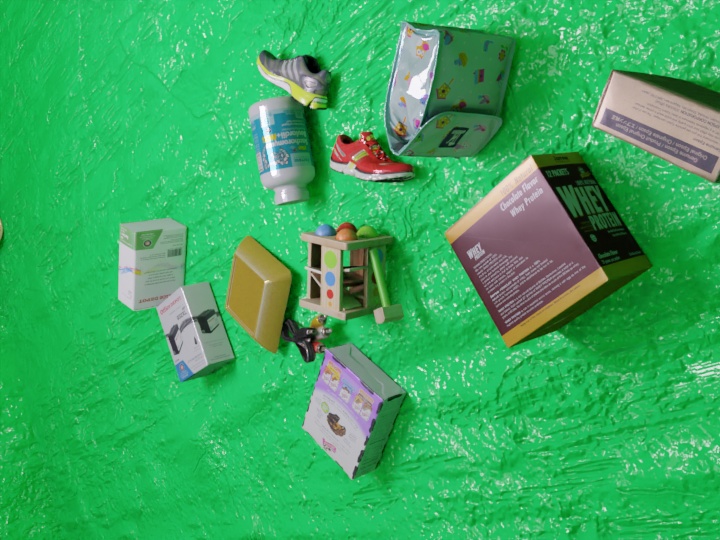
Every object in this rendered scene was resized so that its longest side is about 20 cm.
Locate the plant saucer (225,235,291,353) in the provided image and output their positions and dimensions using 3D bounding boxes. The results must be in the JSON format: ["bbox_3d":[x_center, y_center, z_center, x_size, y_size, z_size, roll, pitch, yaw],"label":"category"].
[{"bbox_3d":[-0.235,0.053,1.712,0.200,0.048,0.201,38,123,43],"label":"plant saucer"}]

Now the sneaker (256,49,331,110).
[{"bbox_3d":[-0.124,-0.388,1.525,0.200,0.074,0.081,38,113,28],"label":"sneaker"}]

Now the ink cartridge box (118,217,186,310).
[{"bbox_3d":[-0.514,-0.017,1.932,0.084,0.144,0.201,25,115,41],"label":"ink cartridge box"}]

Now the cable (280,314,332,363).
[{"bbox_3d":[-0.112,0.141,1.602,0.200,0.050,0.098,165,109,-66],"label":"cable"}]

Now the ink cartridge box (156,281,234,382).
[{"bbox_3d":[-0.401,0.149,1.892,0.145,0.083,0.201,-32,74,45],"label":"ink cartridge box"}]

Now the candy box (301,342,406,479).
[{"bbox_3d":[-0.017,0.274,1.530,0.168,0.071,0.201,38,122,34],"label":"candy box"}]

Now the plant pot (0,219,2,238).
[{"bbox_3d":[-1.407,-0.136,2.815,0.184,0.199,0.202,-15,87,57],"label":"plant pot"}]

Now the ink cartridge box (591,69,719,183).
[{"bbox_3d":[0.398,-0.171,0.926,0.164,0.199,0.076,36,120,36],"label":"ink cartridge box"}]

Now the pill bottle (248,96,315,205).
[{"bbox_3d":[-0.151,-0.233,1.543,0.110,0.110,0.201,-11,91,46],"label":"pill bottle"}]

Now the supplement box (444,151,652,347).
[{"bbox_3d":[0.267,-0.032,1.136,0.197,0.132,0.201,-44,67,41],"label":"supplement box"}]

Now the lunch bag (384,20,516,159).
[{"bbox_3d":[0.133,-0.268,1.201,0.122,0.170,0.201,32,119,46],"label":"lunch bag"}]

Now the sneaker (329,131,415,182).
[{"bbox_3d":[0.017,-0.206,1.404,0.199,0.077,0.086,20,107,41],"label":"sneaker"}]

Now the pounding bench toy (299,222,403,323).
[{"bbox_3d":[0.000,0.000,1.422,0.199,0.124,0.157,14,107,43],"label":"pounding bench toy"}]
